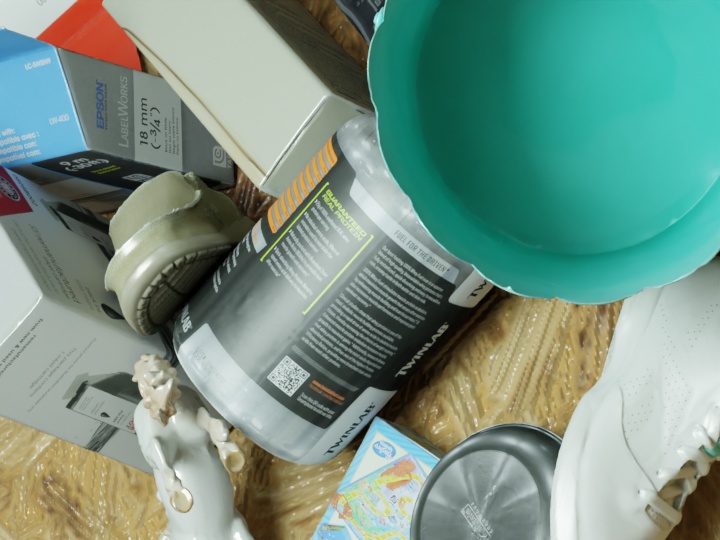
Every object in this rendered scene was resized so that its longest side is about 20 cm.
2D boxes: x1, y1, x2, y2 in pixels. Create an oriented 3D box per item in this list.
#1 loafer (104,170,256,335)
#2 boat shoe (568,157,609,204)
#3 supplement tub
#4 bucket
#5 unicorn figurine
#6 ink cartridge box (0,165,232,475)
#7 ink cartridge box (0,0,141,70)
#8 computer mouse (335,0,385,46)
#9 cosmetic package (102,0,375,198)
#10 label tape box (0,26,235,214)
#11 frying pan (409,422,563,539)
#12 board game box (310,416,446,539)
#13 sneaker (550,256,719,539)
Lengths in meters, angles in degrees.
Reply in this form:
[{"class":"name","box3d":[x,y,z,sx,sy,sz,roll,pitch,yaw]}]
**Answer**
[{"class":"loafer","box3d":[-0.113,-0.015,1.405,0.068,0.200,0.076,43,98,3]},{"class":"boat shoe","box3d":[0.119,-0.118,1.337,0.075,0.060,0.201,-30,58,28]},{"class":"supplement tub","box3d":[0.000,0.000,1.353,0.200,0.122,0.123,-48,51,17]},{"class":"bucket","box3d":[0.106,-0.086,1.199,0.206,0.135,0.208,0,95,6]},{"class":"unicorn figurine","box3d":[-0.095,0.135,1.382,0.137,0.073,0.201,-144,50,-60]},{"class":"ink cartridge box","box3d":[-0.173,0.026,1.434,0.083,0.200,0.147,-46,52,13]},{"class":"ink cartridge box","box3d":[-0.238,-0.167,1.656,0.160,0.047,0.201,-38,53,24]},{"class":"computer mouse","box3d":[0.044,-0.184,1.439,0.141,0.046,0.200,-50,45,8]},{"class":"cosmetic package","box3d":[-0.057,-0.117,1.455,0.073,0.103,0.200,-53,49,13]},{"class":"label tape box","box3d":[-0.194,-0.084,1.486,0.144,0.200,0.064,-10,77,37]},{"class":"frying pan","box3d":[0.040,0.148,1.288,0.189,0.031,0.115,-26,58,27]},{"class":"board game box","box3d":[0.050,0.183,1.306,0.200,0.034,0.135,33,96,41]},{"class":"sneaker","box3d":[0.158,0.080,1.215,0.088,0.075,0.201,7,66,32]}]
